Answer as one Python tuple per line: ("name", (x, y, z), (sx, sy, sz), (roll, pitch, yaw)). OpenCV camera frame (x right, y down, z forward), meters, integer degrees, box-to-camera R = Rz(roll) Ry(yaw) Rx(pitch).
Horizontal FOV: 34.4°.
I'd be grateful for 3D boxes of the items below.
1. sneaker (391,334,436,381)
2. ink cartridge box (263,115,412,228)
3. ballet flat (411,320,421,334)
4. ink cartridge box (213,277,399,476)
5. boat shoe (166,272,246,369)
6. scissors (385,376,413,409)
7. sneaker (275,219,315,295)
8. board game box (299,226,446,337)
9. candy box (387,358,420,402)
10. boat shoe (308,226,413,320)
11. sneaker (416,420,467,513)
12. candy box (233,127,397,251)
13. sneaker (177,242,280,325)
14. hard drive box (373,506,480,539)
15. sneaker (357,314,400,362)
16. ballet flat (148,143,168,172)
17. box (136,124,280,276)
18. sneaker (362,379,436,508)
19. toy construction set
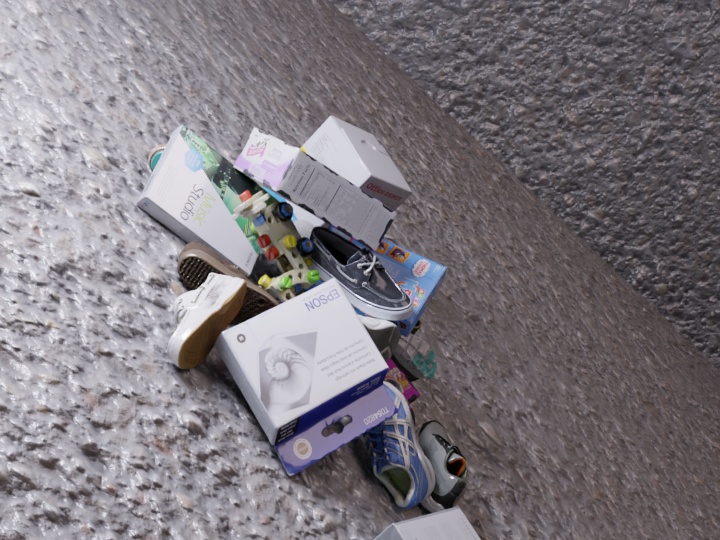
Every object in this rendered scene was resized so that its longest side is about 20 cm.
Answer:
("sneaker", (0.031, 0.111, 1.877), (0.201, 0.091, 0.078), (51, 39, -11))
("ink cartridge box", (-0.045, -0.135, 2.023), (0.146, 0.200, 0.147), (15, 36, -55))
("ballet flat", (0.035, 0.029, 1.899), (0.201, 0.072, 0.068), (56, 40, -15))
("ink cartridge box", (-0.062, 0.134, 1.522), (0.198, 0.041, 0.202), (-26, 80, -34))
("boat shoe", (-0.214, 0.061, 1.510), (0.068, 0.072, 0.200), (21, 26, 7))
("scissors", (0.001, 0.155, 1.673), (0.199, 0.014, 0.074), (31, 29, -33))
("sneaker", (-0.063, 0.025, 1.897), (0.200, 0.073, 0.116), (47, 34, -14))
("board game box", (0.017, 0.008, 1.816), (0.197, 0.037, 0.152), (24, 43, 13))
("candy box", (-0.012, 0.143, 1.767), (0.201, 0.061, 0.136), (52, 22, 10))
("boat shoe", (0.000, 0.000, 1.740), (0.199, 0.069, 0.071), (36, 44, 25))
("sneaker", (0.127, 0.289, 1.754), (0.074, 0.079, 0.201), (37, 20, -19))
("candy box", (-0.069, -0.122, 1.740), (0.199, 0.072, 0.167), (30, 1, -32))
("sneaker", (-0.170, 0.027, 1.645), (0.200, 0.070, 0.076), (42, 19, -17))
("hard drive box", (0.104, 0.399, 1.496), (0.157, 0.077, 0.199), (55, 21, 22))
("sneaker", (-0.007, 0.089, 1.695), (0.080, 0.071, 0.199), (28, 3, 31))
("ballet flat", (-0.242, -0.130, 1.807), (0.200, 0.068, 0.067), (42, 10, -18))
("box", (-0.222, -0.100, 1.732), (0.199, 0.036, 0.146), (38, 53, -25))
("sneaker", (0.043, 0.240, 1.637), (0.202, 0.075, 0.077), (61, 27, -2))
("toy construction set", (-0.130, -0.030, 1.709), (0.131, 0.091, 0.203), (-38, 115, -44))
